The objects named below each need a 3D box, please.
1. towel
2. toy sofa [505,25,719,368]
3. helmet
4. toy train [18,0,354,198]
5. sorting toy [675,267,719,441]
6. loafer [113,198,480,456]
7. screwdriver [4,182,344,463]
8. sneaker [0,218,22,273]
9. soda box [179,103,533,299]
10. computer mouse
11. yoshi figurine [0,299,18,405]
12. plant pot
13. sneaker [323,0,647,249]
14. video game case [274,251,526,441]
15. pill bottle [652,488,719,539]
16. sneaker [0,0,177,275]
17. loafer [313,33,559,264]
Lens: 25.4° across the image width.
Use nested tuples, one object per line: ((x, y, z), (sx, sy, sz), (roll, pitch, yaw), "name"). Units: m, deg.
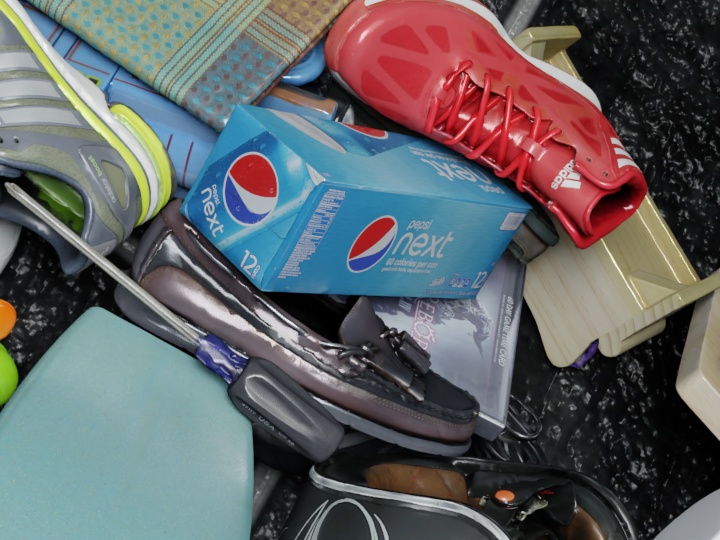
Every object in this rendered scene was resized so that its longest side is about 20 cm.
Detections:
((-0.104, -0.170, 0.842), (0.199, 0.022, 0.147), (36, 64, 13), "towel")
((0.130, -0.046, 0.998), (0.083, 0.097, 0.201), (-17, 75, -58), "toy sofa")
((0.043, 0.193, 0.764), (0.198, 0.200, 0.193), (3, 93, -27), "helmet")
((-0.104, -0.092, 0.859), (0.198, 0.087, 0.115), (21, 50, 3), "toy train")
((0.289, 0.089, 0.961), (0.200, 0.070, 0.199), (47, 24, -2), "sorting toy")
((-0.023, 0.030, 0.801), (0.198, 0.072, 0.063), (24, 103, -9), "loafer")
((-0.088, 0.023, 0.756), (0.199, 0.029, 0.028), (39, 85, -4), "screwdriver")
((-0.263, -0.045, 0.789), (0.198, 0.075, 0.089), (20, 72, -20), "sneaker")
((0.003, -0.031, 0.819), (0.068, 0.065, 0.199), (41, 20, 28), "soda box")
((0.000, 0.076, 0.878), (0.198, 0.053, 0.139), (3, 49, -34), "computer mouse")
((-0.252, 0.015, 0.730), (0.200, 0.112, 0.113), (42, 30, -20), "yoshi figurine")
((-0.134, 0.130, 0.737), (0.140, 0.141, 0.201), (29, 47, -14), "plant pot")
((0.080, -0.080, 0.844), (0.198, 0.079, 0.116), (14, 26, -35), "sneaker")
((0.000, 0.000, 0.900), (0.198, 0.019, 0.144), (26, 39, -9), "video game case")
((0.245, 0.229, 0.904), (0.200, 0.114, 0.114), (50, 55, 1), "pill bottle")
((-0.180, -0.079, 0.767), (0.199, 0.074, 0.081), (38, 39, -11), "sneaker")
((0.032, -0.072, 0.951), (0.200, 0.063, 0.072), (47, 11, 10), "loafer")
